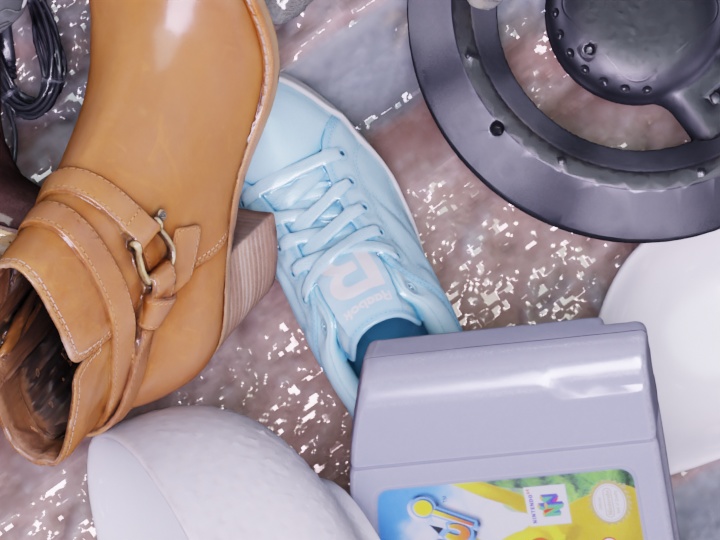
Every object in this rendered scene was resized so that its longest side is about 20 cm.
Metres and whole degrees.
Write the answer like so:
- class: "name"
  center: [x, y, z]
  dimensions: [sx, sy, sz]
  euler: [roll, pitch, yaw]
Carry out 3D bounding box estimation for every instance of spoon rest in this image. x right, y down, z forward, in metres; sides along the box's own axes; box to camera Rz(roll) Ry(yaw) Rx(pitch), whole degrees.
- class: "spoon rest"
  center: [0.118, 0.062, 1.137]
  dimensions: [0.099, 0.061, 0.200]
  euler: [45, 86, -2]

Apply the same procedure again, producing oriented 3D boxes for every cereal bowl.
- class: "cereal bowl"
  center: [-0.033, 0.142, 1.060]
  dimensions: [0.083, 0.200, 0.201]
  euler: [-23, 90, -18]

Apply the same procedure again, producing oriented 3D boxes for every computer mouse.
- class: "computer mouse"
  center: [-0.146, -0.032, 1.136]
  dimensions: [0.058, 0.034, 0.201]
  euler: [-3, 83, 23]

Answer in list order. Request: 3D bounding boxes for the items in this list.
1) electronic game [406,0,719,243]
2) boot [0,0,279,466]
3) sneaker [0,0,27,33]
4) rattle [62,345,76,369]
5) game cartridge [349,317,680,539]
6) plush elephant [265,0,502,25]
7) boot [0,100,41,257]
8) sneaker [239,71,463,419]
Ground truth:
- class: "electronic game"
  center: [0.119, -0.111, 1.148]
  dimensions: [0.199, 0.042, 0.201]
  euler: [0, 80, -1]
- class: "boot"
  center: [-0.100, -0.038, 1.016]
  dimensions: [0.076, 0.155, 0.201]
  euler: [12, 121, 27]
- class: "sneaker"
  center: [-0.203, -0.174, 1.062]
  dimensions: [0.074, 0.085, 0.200]
  euler: [-34, 71, -10]
- class: "rattle"
  center: [-0.226, 0.031, 1.098]
  dimensions: [0.200, 0.130, 0.143]
  euler: [-31, 47, 6]
- class: "game cartridge"
  center: [0.065, 0.115, 1.087]
  dimensions: [0.133, 0.041, 0.201]
  euler: [-5, 120, 14]
- class: "plush elephant"
  center: [-0.015, -0.171, 1.075]
  dimensions: [0.200, 0.155, 0.165]
  euler: [-31, 123, -16]
- class: "boot"
  center: [-0.171, -0.098, 1.099]
  dimensions: [0.199, 0.072, 0.167]
  euler: [23, 83, 12]
- class: "sneaker"
  center: [0.000, 0.000, 1.118]
  dimensions: [0.074, 0.082, 0.200]
  euler: [-33, 91, -6]
